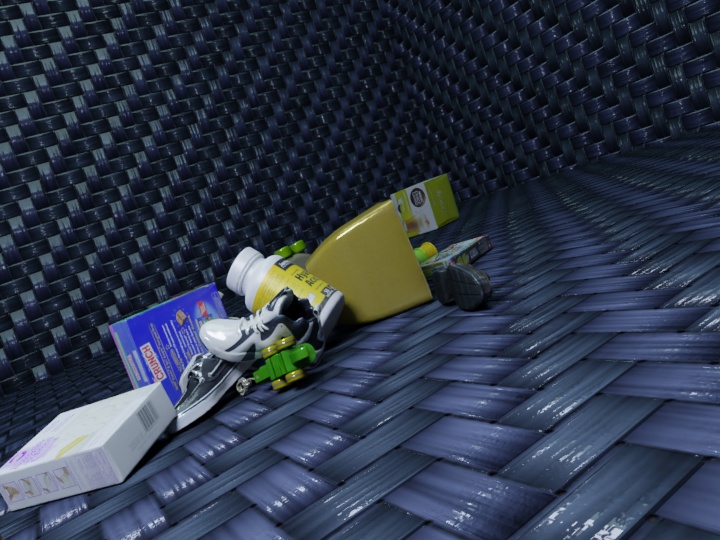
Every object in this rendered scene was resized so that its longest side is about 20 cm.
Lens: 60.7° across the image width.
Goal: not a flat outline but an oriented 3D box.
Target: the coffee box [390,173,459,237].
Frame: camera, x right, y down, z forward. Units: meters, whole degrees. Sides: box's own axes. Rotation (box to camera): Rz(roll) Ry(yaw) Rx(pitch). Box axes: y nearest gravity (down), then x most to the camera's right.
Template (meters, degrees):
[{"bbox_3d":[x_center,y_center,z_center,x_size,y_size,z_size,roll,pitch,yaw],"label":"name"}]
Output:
[{"bbox_3d":[0.281,-0.279,2.666,0.194,0.206,0.198,-14,7,43],"label":"coffee box"}]

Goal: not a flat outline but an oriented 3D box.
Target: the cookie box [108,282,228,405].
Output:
[{"bbox_3d":[-0.332,0.139,1.133,0.074,0.176,0.198,-17,6,42],"label":"cookie box"}]

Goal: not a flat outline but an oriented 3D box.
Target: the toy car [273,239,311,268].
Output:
[{"bbox_3d":[-0.240,0.028,1.961,0.197,0.168,0.157,-28,0,35],"label":"toy car"}]

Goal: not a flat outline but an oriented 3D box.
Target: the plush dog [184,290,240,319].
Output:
[{"bbox_3d":[-0.326,0.146,1.312,0.196,0.165,0.171,-24,33,-18],"label":"plush dog"}]

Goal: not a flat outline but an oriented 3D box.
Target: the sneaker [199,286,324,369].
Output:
[{"bbox_3d":[-0.146,0.073,0.929,0.193,0.133,0.080,13,35,2],"label":"sneaker"}]

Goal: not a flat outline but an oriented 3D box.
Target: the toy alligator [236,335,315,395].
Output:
[{"bbox_3d":[-0.117,0.142,0.905,0.053,0.061,0.198,-11,-15,-42],"label":"toy alligator"}]

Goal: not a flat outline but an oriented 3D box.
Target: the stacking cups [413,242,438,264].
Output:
[{"bbox_3d":[0.106,-0.010,1.498,0.197,0.062,0.060,-25,8,-38],"label":"stacking cups"}]

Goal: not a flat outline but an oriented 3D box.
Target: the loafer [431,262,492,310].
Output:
[{"bbox_3d":[0.173,0.017,0.978,0.070,0.075,0.200,-16,6,-8],"label":"loafer"}]

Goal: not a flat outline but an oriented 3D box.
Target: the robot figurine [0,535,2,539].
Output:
[{"bbox_3d":[-0.314,0.243,0.374,0.197,0.145,0.118,-24,-22,-39],"label":"robot figurine"}]

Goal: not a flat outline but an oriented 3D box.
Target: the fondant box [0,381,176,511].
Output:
[{"bbox_3d":[-0.368,0.235,0.831,0.195,0.060,0.145,-20,16,19],"label":"fondant box"}]

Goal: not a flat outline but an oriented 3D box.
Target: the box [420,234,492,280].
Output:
[{"bbox_3d":[0.217,-0.029,1.414,0.108,0.036,0.199,-16,7,36],"label":"box"}]

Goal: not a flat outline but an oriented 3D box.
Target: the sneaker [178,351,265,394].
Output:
[{"bbox_3d":[-0.238,0.159,1.072,0.196,0.083,0.114,-26,10,-33],"label":"sneaker"}]

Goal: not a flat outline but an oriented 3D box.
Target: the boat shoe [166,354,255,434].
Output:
[{"bbox_3d":[-0.237,0.164,0.946,0.071,0.069,0.200,-23,16,43],"label":"boat shoe"}]

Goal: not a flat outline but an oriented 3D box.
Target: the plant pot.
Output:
[{"bbox_3d":[0.000,0.000,1.187,0.195,0.199,0.195,-25,6,-3],"label":"plant pot"}]

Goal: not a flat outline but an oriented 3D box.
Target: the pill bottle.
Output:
[{"bbox_3d":[-0.134,0.044,1.081,0.113,0.196,0.112,-58,-10,-16],"label":"pill bottle"}]
